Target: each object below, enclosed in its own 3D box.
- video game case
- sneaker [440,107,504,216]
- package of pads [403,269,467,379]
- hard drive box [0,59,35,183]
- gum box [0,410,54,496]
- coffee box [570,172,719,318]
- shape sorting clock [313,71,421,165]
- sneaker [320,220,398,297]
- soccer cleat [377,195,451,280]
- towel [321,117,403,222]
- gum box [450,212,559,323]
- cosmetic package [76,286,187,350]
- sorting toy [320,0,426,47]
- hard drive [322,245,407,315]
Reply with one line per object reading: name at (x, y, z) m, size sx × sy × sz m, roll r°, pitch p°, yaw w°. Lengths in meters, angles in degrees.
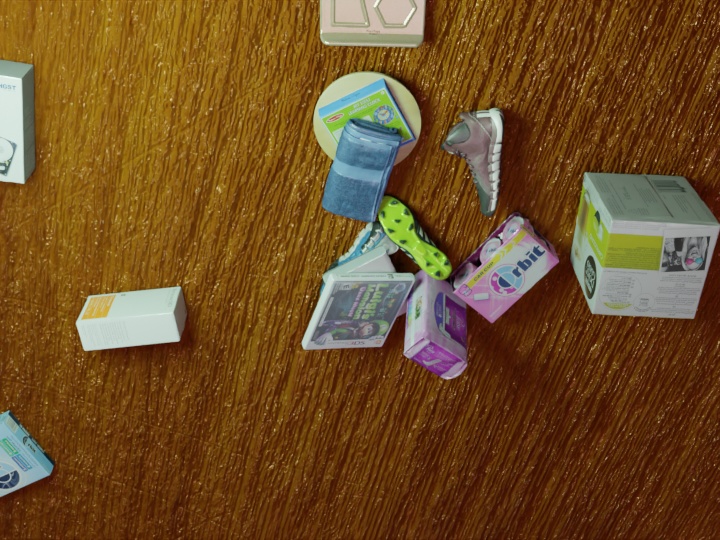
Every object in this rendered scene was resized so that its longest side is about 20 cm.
video game case at (-0.005, 0.081, 1.795) m, size 0.178 × 0.024 × 0.202 m, roll -1°, pitch 135°, yaw -27°
sneaker at (0.204, -0.202, 1.698) m, size 0.113 × 0.076 × 0.204 m, roll 2°, pitch 110°, yaw 4°
package of pads at (0.149, 0.103, 1.788) m, size 0.119 × 0.202 × 0.076 m, roll 31°, pitch 129°, yaw -21°
hard drive box at (-0.670, -0.272, 1.641) m, size 0.152 × 0.077 × 0.203 m, roll 7°, pitch 119°, yaw -5°
gum box at (-0.820, 0.424, 2.059) m, size 0.197 × 0.045 × 0.172 m, roll -23°, pitch 118°, yaw 14°
coffee box at (0.519, -0.048, 1.707) m, size 0.195 × 0.201 × 0.201 m, roll 2°, pitch 121°, yaw -2°
shape sorting clock at (0.012, -0.269, 1.668) m, size 0.195 × 0.040 × 0.203 m, roll 0°, pitch 132°, yaw 0°
sneaker at (0.000, 0.000, 1.808) m, size 0.086 × 0.076 × 0.200 m, roll 33°, pitch 116°, yaw -26°
soccer cleat at (0.099, -0.060, 1.776) m, size 0.067 × 0.081 × 0.201 m, roll -42°, pitch 93°, yaw -3°
towel at (0.000, -0.181, 1.687) m, size 0.109 × 0.049 × 0.202 m, roll 12°, pitch 132°, yaw -10°
gum box at (0.285, -0.007, 1.805) m, size 0.113 × 0.067 × 0.200 m, roll 36°, pitch 113°, yaw -21°
cosmetic package at (-0.456, 0.096, 1.841) m, size 0.195 × 0.102 × 0.073 m, roll -6°, pitch 120°, yaw 2°
sorting toy at (0.022, -0.485, 1.551) m, size 0.181 × 0.037 × 0.204 m, roll 1°, pitch 116°, yaw -1°
hard drive at (0.018, 0.043, 1.802) m, size 0.130 × 0.027 × 0.201 m, roll -26°, pitch 141°, yaw 2°
